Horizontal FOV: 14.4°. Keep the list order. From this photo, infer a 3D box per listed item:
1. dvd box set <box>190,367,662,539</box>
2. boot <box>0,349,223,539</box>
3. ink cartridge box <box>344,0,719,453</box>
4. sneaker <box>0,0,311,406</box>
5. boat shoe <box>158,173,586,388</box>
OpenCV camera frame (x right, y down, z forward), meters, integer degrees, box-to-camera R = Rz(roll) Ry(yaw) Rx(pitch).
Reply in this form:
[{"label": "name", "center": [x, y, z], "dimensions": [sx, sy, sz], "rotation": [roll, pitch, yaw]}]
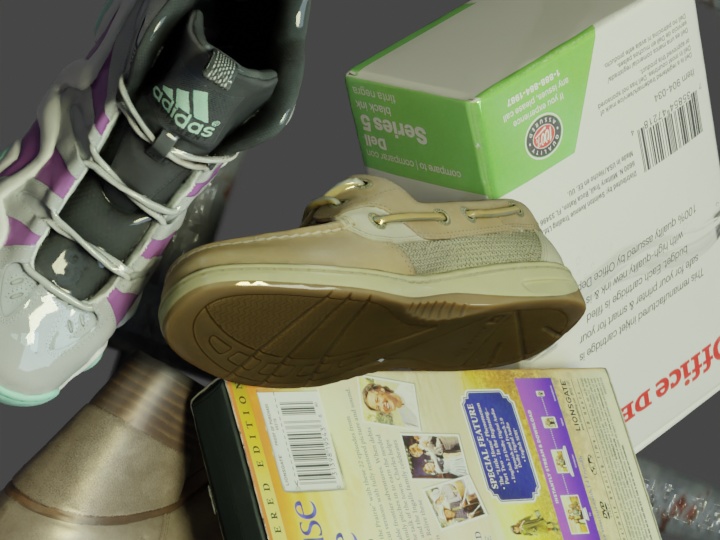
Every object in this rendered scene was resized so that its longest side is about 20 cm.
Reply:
[{"label": "dvd box set", "center": [0.037, 0.110, 1.130], "dimensions": [0.200, 0.029, 0.146], "rotation": [0, 64, -38]}, {"label": "boot", "center": [-0.078, 0.123, 1.153], "dimensions": [0.200, 0.070, 0.146], "rotation": [34, 82, -44]}, {"label": "ink cartridge box", "center": [0.087, -0.020, 1.264], "dimensions": [0.145, 0.084, 0.200], "rotation": [-32, 122, -35]}, {"label": "sneaker", "center": [-0.078, -0.046, 1.037], "dimensions": [0.078, 0.140, 0.200], "rotation": [29, 72, -18]}, {"label": "boat shoe", "center": [0.000, 0.000, 1.103], "dimensions": [0.200, 0.072, 0.065], "rotation": [-1, 59, -40]}]
